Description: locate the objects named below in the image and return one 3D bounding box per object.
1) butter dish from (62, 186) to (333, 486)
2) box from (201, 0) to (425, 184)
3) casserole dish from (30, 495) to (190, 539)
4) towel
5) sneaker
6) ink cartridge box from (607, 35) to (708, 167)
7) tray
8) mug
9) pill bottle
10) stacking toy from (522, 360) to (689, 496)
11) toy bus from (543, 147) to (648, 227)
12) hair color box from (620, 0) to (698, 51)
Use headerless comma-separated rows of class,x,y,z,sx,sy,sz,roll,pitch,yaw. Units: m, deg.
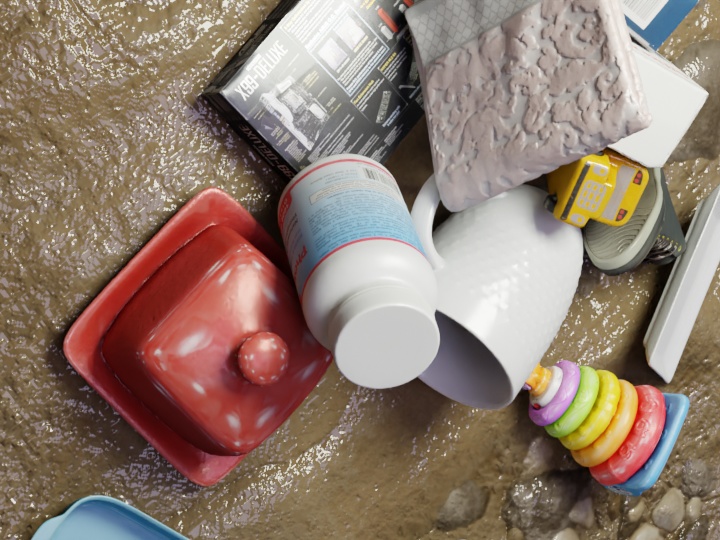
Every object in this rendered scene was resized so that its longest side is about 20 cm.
butter dish,-0.105,0.064,1.111,0.200,0.148,0.200,-48,114,-15
box,-0.018,-0.172,1.183,0.158,0.050,0.200,44,76,-24
casserole dish,-0.200,0.268,1.146,0.200,0.039,0.121,36,79,-26
towel,0.127,-0.168,1.093,0.032,0.200,0.192,3,71,-47
sneaker,0.274,-0.031,1.290,0.106,0.075,0.200,61,32,-22
ink cartridge box,0.194,-0.188,1.198,0.145,0.200,0.085,22,113,-28
tray,0.335,0.012,1.380,0.107,0.022,0.201,34,78,-61
mug,0.108,-0.006,1.206,0.176,0.147,0.200,-52,126,-26
pill bottle,0.000,0.000,1.083,0.108,0.200,0.109,-7,126,-9
stacking toy,0.208,0.128,1.314,0.200,0.116,0.110,32,78,-15
toy bus,0.211,-0.095,1.225,0.078,0.200,0.065,21,112,-4
hair color box,0.212,-0.275,1.204,0.100,0.200,0.061,33,106,-26
